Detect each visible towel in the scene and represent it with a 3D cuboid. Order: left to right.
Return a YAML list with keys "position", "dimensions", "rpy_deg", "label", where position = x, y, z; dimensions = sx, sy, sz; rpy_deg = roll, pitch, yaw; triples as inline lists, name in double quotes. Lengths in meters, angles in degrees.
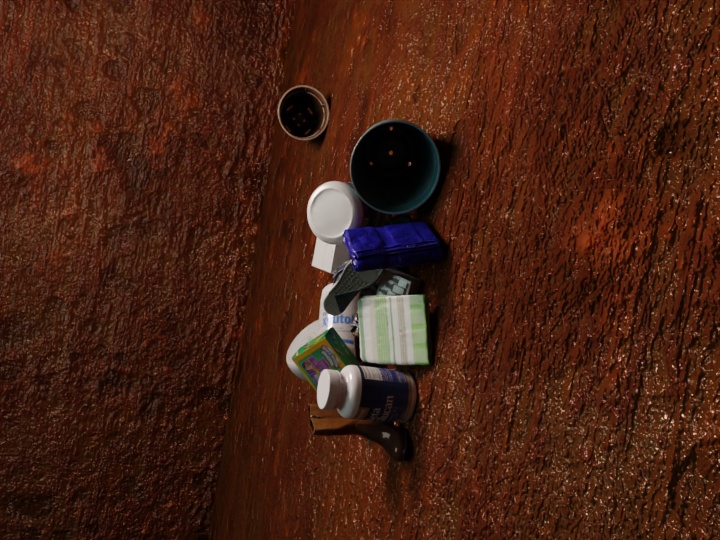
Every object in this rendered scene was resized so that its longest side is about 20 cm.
- position: [0.067, -0.060, 1.303]
  dimensions: [0.148, 0.196, 0.050]
  rpy_deg: [-113, 19, -54]
  label: "towel"
- position: [0.074, 0.128, 1.332]
  dimensions: [0.198, 0.030, 0.153]
  rpy_deg: [-4, 89, 44]
  label: "towel"

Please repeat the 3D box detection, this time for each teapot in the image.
- position: [-0.103, 0.247, 1.740]
  dimensions: [0.195, 0.147, 0.201]
  rpy_deg: [-27, 25, 30]
  label: "teapot"

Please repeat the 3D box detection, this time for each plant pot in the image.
- position: [-0.233, -0.608, 2.422]
  dimensions: [0.198, 0.196, 0.205]
  rpy_deg: [-149, 70, -77]
  label: "plant pot"
- position: [0.075, -0.252, 1.409]
  dimensions: [0.189, 0.196, 0.203]
  rpy_deg: [-90, 16, -69]
  label: "plant pot"

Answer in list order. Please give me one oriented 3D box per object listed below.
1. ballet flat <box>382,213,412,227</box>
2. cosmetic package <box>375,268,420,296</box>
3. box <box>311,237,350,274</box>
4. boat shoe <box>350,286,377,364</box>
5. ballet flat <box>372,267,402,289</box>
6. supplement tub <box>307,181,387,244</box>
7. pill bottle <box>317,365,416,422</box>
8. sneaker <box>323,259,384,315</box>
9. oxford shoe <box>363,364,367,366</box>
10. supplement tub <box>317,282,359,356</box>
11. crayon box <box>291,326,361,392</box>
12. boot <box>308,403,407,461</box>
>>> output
- position: [0.072, -0.083, 1.505]
  dimensions: [0.068, 0.067, 0.201]
  rpy_deg: [-85, 18, -44]
  label: "ballet flat"
- position: [0.067, 0.103, 1.397]
  dimensions: [0.082, 0.050, 0.204]
  rpy_deg: [23, 107, 32]
  label: "cosmetic package"
- position: [-0.049, -0.040, 1.731]
  dimensions: [0.200, 0.122, 0.100]
  rpy_deg: [-163, 83, -70]
  label: "box"
- position: [0.016, 0.137, 1.475]
  dimensions: [0.071, 0.072, 0.204]
  rpy_deg: [14, 117, 39]
  label: "boat shoe"
- position: [0.055, 0.055, 1.507]
  dimensions: [0.201, 0.071, 0.073]
  rpy_deg: [120, 151, -45]
  label: "ballet flat"
- position: [-0.026, -0.137, 1.457]
  dimensions: [0.199, 0.138, 0.143]
  rpy_deg: [-14, -61, -66]
  label: "supplement tub"
- position: [0.012, 0.263, 1.316]
  dimensions: [0.111, 0.196, 0.114]
  rpy_deg: [-171, 90, -70]
  label: "pill bottle"
- position: [-0.002, -0.001, 1.421]
  dimensions: [0.202, 0.077, 0.147]
  rpy_deg: [-44, 8, 29]
  label: "sneaker"
- position: [-0.023, 0.300, 1.588]
  dimensions: [0.085, 0.071, 0.202]
  rpy_deg: [-99, 27, -46]
  label: "oxford shoe"
- position: [-0.047, 0.148, 1.613]
  dimensions: [0.132, 0.130, 0.203]
  rpy_deg: [126, 151, -52]
  label: "supplement tub"
- position: [-0.059, 0.253, 1.489]
  dimensions: [0.118, 0.201, 0.058]
  rpy_deg: [-33, 6, 27]
  label: "crayon box"
- position: [-0.008, 0.345, 1.335]
  dimensions: [0.189, 0.196, 0.070]
  rpy_deg: [-123, 46, -62]
  label: "boot"
